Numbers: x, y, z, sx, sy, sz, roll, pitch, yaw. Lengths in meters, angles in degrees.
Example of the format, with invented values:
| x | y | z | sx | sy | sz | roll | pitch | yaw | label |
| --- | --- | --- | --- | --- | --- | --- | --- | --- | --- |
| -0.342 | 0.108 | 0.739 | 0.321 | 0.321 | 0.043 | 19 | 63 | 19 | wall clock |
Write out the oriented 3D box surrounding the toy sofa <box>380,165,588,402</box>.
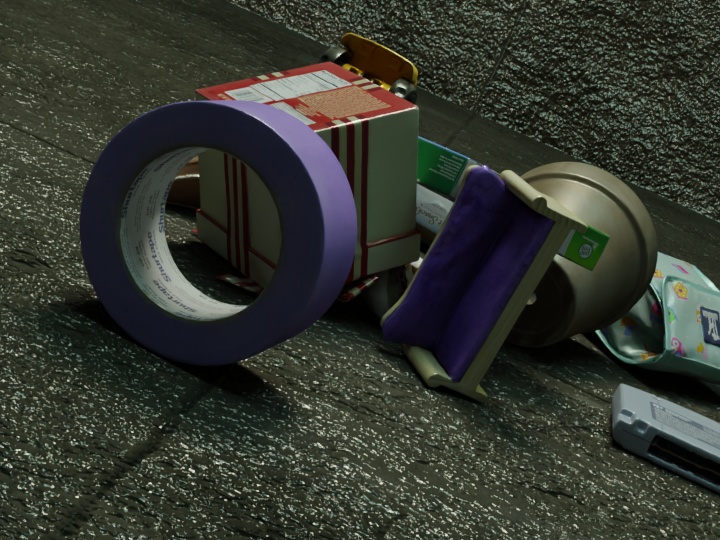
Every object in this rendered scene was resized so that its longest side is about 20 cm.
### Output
| x | y | z | sx | sy | sz | roll | pitch | yaw | label |
| --- | --- | --- | --- | --- | --- | --- | --- | --- | --- |
| 0.108 | 0.010 | 1.399 | 0.098 | 0.200 | 0.083 | 25 | 12 | -25 | toy sofa |

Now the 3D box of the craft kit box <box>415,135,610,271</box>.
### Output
| x | y | z | sx | sy | sz | roll | pitch | yaw | label |
| --- | --- | --- | --- | --- | --- | --- | --- | --- | --- |
| 0.118 | -0.079 | 1.540 | 0.197 | 0.049 | 0.200 | 22 | 5 | -32 | craft kit box |

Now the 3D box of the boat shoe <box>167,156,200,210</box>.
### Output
| x | y | z | sx | sy | sz | roll | pitch | yaw | label |
| --- | --- | --- | --- | --- | --- | --- | --- | --- | --- |
| -0.129 | -0.084 | 1.628 | 0.200 | 0.076 | 0.072 | -3 | 59 | -31 | boat shoe |

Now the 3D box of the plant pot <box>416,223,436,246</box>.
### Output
| x | y | z | sx | sy | sz | roll | pitch | yaw | label |
| --- | --- | --- | --- | --- | --- | --- | --- | --- | --- |
| 0.125 | -0.045 | 2.014 | 0.200 | 0.028 | 0.200 | 23 | 14 | -6 | plant pot |

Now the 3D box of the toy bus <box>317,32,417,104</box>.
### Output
| x | y | z | sx | sy | sz | roll | pitch | yaw | label |
| --- | --- | --- | --- | --- | --- | --- | --- | --- | --- |
| 0.010 | -0.195 | 2.057 | 0.136 | 0.200 | 0.192 | 30 | 7 | 22 | toy bus |

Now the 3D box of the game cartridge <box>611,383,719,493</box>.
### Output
| x | y | z | sx | sy | sz | roll | pitch | yaw | label |
| --- | --- | --- | --- | --- | --- | --- | --- | --- | --- |
| 0.339 | 0.176 | 1.504 | 0.200 | 0.041 | 0.133 | 25 | 17 | 4 | game cartridge |

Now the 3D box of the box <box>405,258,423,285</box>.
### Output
| x | y | z | sx | sy | sz | roll | pitch | yaw | label |
| --- | --- | --- | --- | --- | --- | --- | --- | --- | --- |
| 0.057 | 0.009 | 1.660 | 0.039 | 0.041 | 0.200 | 12 | 19 | -42 | box |

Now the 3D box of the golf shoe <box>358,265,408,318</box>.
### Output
| x | y | z | sx | sy | sz | roll | pitch | yaw | label |
| --- | --- | --- | --- | --- | --- | --- | --- | --- | --- |
| 0.000 | 0.000 | 1.573 | 0.092 | 0.073 | 0.200 | -13 | 27 | -4 | golf shoe |

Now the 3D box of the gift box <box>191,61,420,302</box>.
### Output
| x | y | z | sx | sy | sz | roll | pitch | yaw | label |
| --- | --- | --- | --- | --- | --- | --- | --- | --- | --- |
| -0.067 | -0.079 | 1.474 | 0.200 | 0.187 | 0.185 | -15 | 30 | -25 | gift box |

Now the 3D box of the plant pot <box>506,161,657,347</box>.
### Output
| x | y | z | sx | sy | sz | roll | pitch | yaw | label |
| --- | --- | --- | --- | --- | --- | --- | --- | --- | --- |
| 0.211 | -0.001 | 1.695 | 0.200 | 0.200 | 0.174 | 27 | 29 | 13 | plant pot |

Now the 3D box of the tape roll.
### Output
| x | y | z | sx | sy | sz | roll | pitch | yaw | label |
| --- | --- | --- | --- | --- | --- | --- | --- | --- | --- |
| -0.109 | -0.032 | 1.186 | 0.200 | 0.200 | 0.085 | 27 | 13 | 13 | tape roll |

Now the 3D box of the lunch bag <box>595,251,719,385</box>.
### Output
| x | y | z | sx | sy | sz | roll | pitch | yaw | label |
| --- | --- | --- | --- | --- | --- | --- | --- | --- | --- |
| 0.370 | 0.061 | 1.829 | 0.170 | 0.122 | 0.200 | 18 | 23 | -34 | lunch bag |

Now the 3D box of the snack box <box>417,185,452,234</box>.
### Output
| x | y | z | sx | sy | sz | roll | pitch | yaw | label |
| --- | --- | --- | --- | --- | --- | --- | --- | --- | --- |
| 0.132 | -0.069 | 1.948 | 0.200 | 0.053 | 0.142 | 31 | 17 | 29 | snack box |
